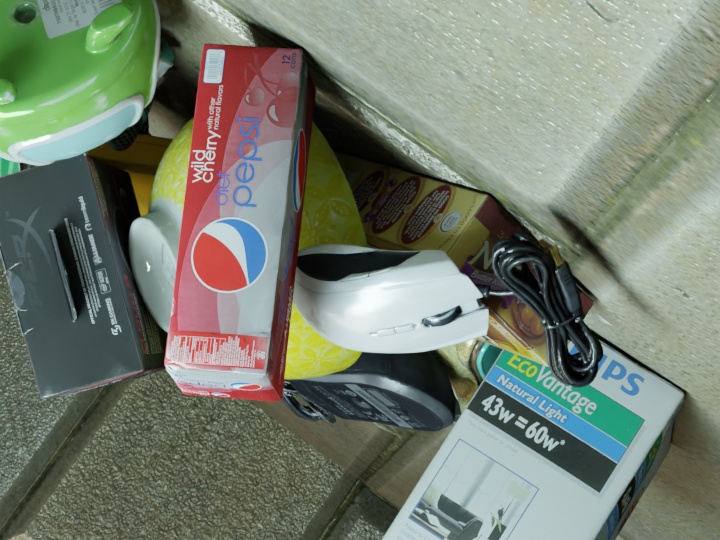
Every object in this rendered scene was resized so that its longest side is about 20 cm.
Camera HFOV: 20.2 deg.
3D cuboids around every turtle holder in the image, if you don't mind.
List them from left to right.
[{"bbox_3d":[-0.207,-0.122,1.258,0.141,0.186,0.132,37,165,23],"label":"turtle holder"}]

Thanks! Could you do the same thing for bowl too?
[{"bbox_3d":[-0.088,-0.012,1.330,0.200,0.107,0.201,42,142,44],"label":"bowl"}]

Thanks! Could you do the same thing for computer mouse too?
[{"bbox_3d":[-0.006,0.073,1.514,0.199,0.053,0.138,6,153,42],"label":"computer mouse"},{"bbox_3d":[0.038,0.024,1.201,0.199,0.044,0.110,0,137,28],"label":"computer mouse"}]

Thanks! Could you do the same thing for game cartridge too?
[{"bbox_3d":[-0.118,-0.058,1.548,0.175,0.033,0.200,9,164,7],"label":"game cartridge"}]

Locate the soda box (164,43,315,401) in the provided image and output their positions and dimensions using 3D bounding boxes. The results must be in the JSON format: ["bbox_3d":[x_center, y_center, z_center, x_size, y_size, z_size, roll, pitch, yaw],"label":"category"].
[{"bbox_3d":[-0.070,-0.028,1.196,0.063,0.202,0.070,4,164,7],"label":"soda box"}]

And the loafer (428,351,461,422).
[{"bbox_3d":[0.070,0.084,1.655,0.063,0.072,0.200,36,174,35],"label":"loafer"}]

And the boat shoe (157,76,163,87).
[{"bbox_3d":[-0.227,-0.178,1.421,0.200,0.069,0.072,42,169,-30],"label":"boat shoe"}]

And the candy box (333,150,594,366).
[{"bbox_3d":[0.047,-0.011,1.313,0.117,0.057,0.200,43,167,-31],"label":"candy box"}]

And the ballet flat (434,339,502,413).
[{"bbox_3d":[0.089,0.070,1.529,0.070,0.071,0.200,31,164,24],"label":"ballet flat"}]

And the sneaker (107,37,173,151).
[{"bbox_3d":[-0.230,-0.128,1.368,0.198,0.092,0.078,10,-158,-12],"label":"sneaker"}]

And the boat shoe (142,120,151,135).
[{"bbox_3d":[-0.197,-0.119,1.605,0.070,0.070,0.200,46,176,-17],"label":"boat shoe"}]

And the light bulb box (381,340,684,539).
[{"bbox_3d":[0.121,0.156,1.418,0.124,0.201,0.198,31,170,13],"label":"light bulb box"}]

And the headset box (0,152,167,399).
[{"bbox_3d":[-0.188,0.006,1.376,0.200,0.074,0.150,36,-142,-87],"label":"headset box"}]

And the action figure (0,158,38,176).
[{"bbox_3d":[-0.258,-0.138,1.554,0.119,0.054,0.201,-102,14,-47],"label":"action figure"}]
